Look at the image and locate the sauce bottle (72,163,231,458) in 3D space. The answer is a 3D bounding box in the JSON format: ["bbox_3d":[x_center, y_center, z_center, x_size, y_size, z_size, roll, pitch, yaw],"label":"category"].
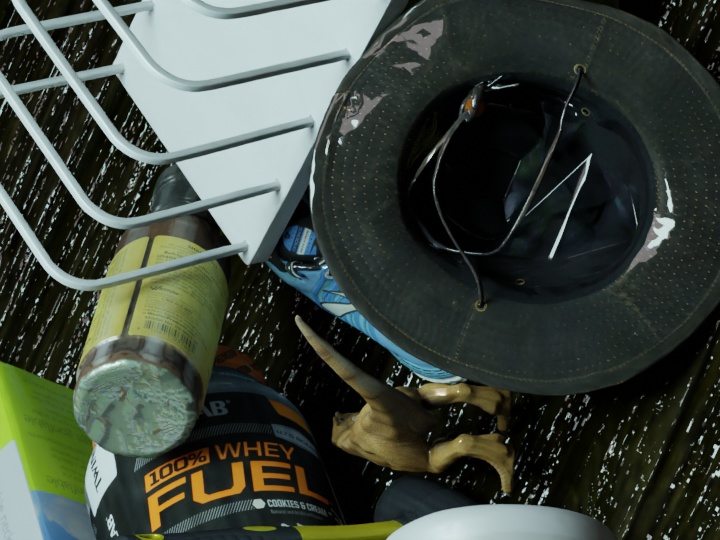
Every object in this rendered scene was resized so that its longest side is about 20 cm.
[{"bbox_3d":[-0.097,0.013,1.445,0.065,0.065,0.200,-44,18,30],"label":"sauce bottle"}]

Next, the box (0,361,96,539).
[{"bbox_3d":[-0.139,0.147,1.520,0.048,0.122,0.200,-44,44,23],"label":"box"}]

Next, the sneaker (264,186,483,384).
[{"bbox_3d":[0.000,0.000,1.441,0.200,0.090,0.079,21,90,53],"label":"sneaker"}]

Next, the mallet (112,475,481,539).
[{"bbox_3d":[-0.030,0.122,1.343,0.066,0.200,0.041,29,113,59],"label":"mallet"}]

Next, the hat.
[{"bbox_3d":[0.079,-0.035,1.342,0.081,0.200,0.201,25,-95,-85],"label":"hat"}]

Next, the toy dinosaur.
[{"bbox_3d":[0.020,0.073,1.359,0.200,0.106,0.061,99,172,-75],"label":"toy dinosaur"}]

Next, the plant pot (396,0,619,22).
[{"bbox_3d":[0.034,-0.180,1.419,0.200,0.200,0.193,-42,57,31],"label":"plant pot"}]

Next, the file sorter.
[{"bbox_3d":[-0.091,-0.107,1.363,0.139,0.124,0.200,54,137,24],"label":"file sorter"}]

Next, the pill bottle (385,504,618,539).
[{"bbox_3d":[0.064,0.212,1.252,0.112,0.112,0.200,-25,56,42],"label":"pill bottle"}]

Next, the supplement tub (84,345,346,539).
[{"bbox_3d":[-0.066,0.139,1.435,0.123,0.122,0.200,-48,43,26],"label":"supplement tub"}]
